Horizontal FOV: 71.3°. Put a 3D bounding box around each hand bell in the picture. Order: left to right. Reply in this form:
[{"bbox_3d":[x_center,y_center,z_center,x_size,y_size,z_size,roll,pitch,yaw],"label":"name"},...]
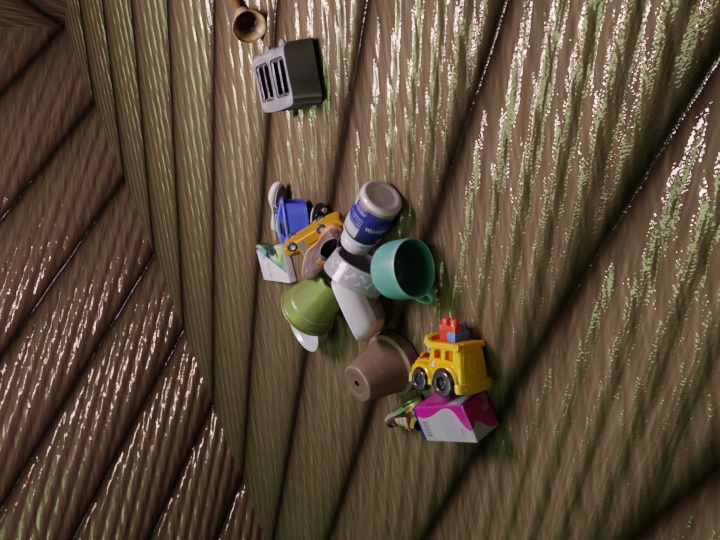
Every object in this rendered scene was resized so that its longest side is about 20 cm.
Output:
[{"bbox_3d":[-0.375,-0.808,1.558,0.200,0.104,0.104,61,145,30],"label":"hand bell"}]

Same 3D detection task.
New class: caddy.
[{"bbox_3d":[-0.219,-0.140,1.619,0.141,0.105,0.201,-119,23,-67],"label":"caddy"}]

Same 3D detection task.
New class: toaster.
[{"bbox_3d":[-0.204,-0.542,1.429,0.181,0.119,0.201,10,116,50],"label":"toaster"}]

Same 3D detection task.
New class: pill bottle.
[{"bbox_3d":[0.022,-0.136,1.354,0.116,0.116,0.200,54,142,18],"label":"pill bottle"}]

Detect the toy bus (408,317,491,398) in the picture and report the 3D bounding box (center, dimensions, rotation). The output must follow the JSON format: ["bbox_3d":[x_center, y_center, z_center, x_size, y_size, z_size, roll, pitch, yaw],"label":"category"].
[{"bbox_3d":[0.220,0.213,1.283,0.200,0.135,0.193,-3,92,55],"label":"toy bus"}]

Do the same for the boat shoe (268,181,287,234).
[{"bbox_3d":[-0.258,-0.201,1.719,0.093,0.075,0.200,33,140,29],"label":"boat shoe"}]

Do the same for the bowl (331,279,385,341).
[{"bbox_3d":[0.006,0.099,1.460,0.075,0.200,0.200,-25,85,14],"label":"bowl"}]

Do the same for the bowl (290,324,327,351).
[{"bbox_3d":[-0.169,0.176,1.765,0.201,0.090,0.202,36,137,42],"label":"bowl"}]

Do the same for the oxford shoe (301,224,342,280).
[{"bbox_3d":[-0.119,-0.040,1.463,0.200,0.071,0.073,-59,19,29],"label":"oxford shoe"}]

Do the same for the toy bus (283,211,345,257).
[{"bbox_3d":[-0.133,-0.101,1.505,0.200,0.065,0.078,-29,121,15],"label":"toy bus"}]

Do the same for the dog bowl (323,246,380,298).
[{"bbox_3d":[0.000,0.000,1.393,0.200,0.200,0.059,39,113,33],"label":"dog bowl"}]

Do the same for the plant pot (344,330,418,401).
[{"bbox_3d":[0.054,0.300,1.486,0.200,0.174,0.201,26,126,41],"label":"plant pot"}]

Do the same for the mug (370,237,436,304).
[{"bbox_3d":[0.104,0.014,1.291,0.114,0.152,0.186,-7,99,50],"label":"mug"}]

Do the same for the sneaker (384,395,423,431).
[{"bbox_3d":[0.144,0.461,1.536,0.090,0.075,0.200,59,144,21],"label":"sneaker"}]

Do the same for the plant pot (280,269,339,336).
[{"bbox_3d":[-0.124,0.078,1.608,0.200,0.200,0.190,56,131,16],"label":"plant pot"}]

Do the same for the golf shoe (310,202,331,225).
[{"bbox_3d":[-0.132,-0.118,1.593,0.088,0.077,0.201,22,123,54],"label":"golf shoe"}]

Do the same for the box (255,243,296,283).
[{"bbox_3d":[-0.323,-0.030,1.907,0.200,0.036,0.145,3,110,50],"label":"box"}]

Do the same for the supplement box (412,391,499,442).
[{"bbox_3d":[0.251,0.389,1.342,0.200,0.103,0.101,-23,88,55],"label":"supplement box"}]
